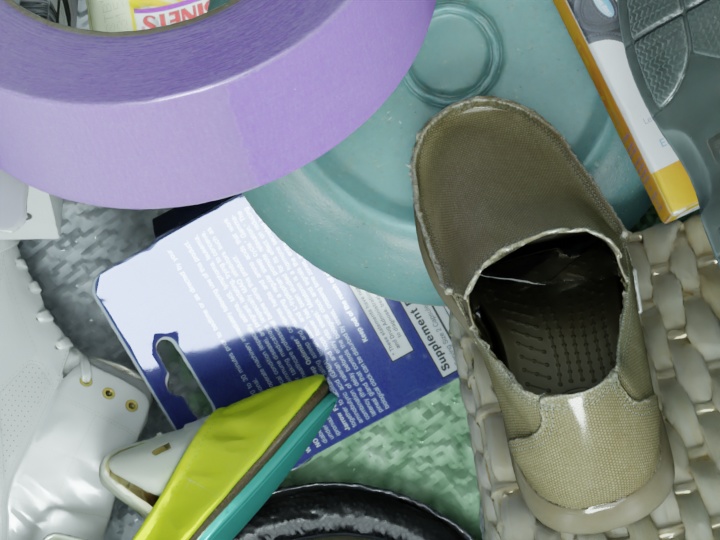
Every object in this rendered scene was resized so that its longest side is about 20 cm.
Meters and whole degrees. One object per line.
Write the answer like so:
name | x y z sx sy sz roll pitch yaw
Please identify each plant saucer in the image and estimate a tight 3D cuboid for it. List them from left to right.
plant saucer | 0.035 -0.085 1.130 0.200 0.036 0.200 0 91 3

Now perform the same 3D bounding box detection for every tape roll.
tape roll | -0.073 -0.122 1.069 0.200 0.066 0.200 -5 55 7

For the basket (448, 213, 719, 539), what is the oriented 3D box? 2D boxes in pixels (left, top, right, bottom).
basket | 0.141 0.098 1.091 0.198 0.200 0.161 -12 132 3

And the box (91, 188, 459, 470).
box | 0.000 0.000 1.184 0.200 0.032 0.121 -29 110 1

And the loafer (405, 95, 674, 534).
loafer | 0.067 0.001 1.034 0.076 0.067 0.200 -16 49 -6

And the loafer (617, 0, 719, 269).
loafer | 0.145 -0.061 1.040 0.072 0.063 0.200 -22 70 25

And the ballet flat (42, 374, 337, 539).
ballet flat | -0.089 0.111 1.145 0.067 0.067 0.200 33 81 6

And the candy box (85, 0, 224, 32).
candy box | -0.016 -0.142 1.161 0.200 0.026 0.102 -9 94 3

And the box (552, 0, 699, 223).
box | 0.126 -0.133 1.090 0.119 0.041 0.200 -25 83 -1

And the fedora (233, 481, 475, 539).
fedora | -0.023 0.186 1.177 0.200 0.092 0.201 0 92 2

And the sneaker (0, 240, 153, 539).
sneaker | -0.143 0.027 1.198 0.115 0.074 0.200 6 81 -18

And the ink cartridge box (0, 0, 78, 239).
ink cartridge box | -0.176 -0.076 1.138 0.116 0.068 0.200 -2 54 3
